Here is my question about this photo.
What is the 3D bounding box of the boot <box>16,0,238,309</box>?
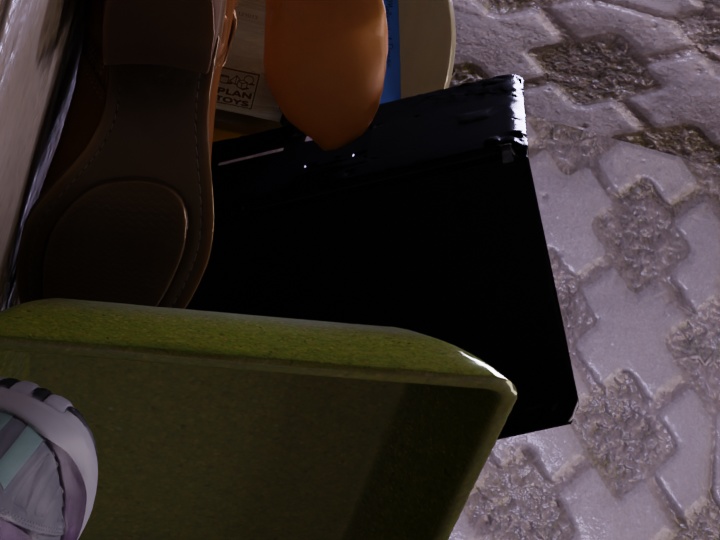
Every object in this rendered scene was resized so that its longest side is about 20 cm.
[{"bbox_3d":[-0.088,-0.072,0.804,0.155,0.073,0.201,-92,-161,-62],"label":"boot"}]

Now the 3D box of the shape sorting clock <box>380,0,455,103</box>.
[{"bbox_3d":[-0.036,-0.133,1.113,0.039,0.199,0.201,-3,111,-60],"label":"shape sorting clock"}]

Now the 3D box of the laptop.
[{"bbox_3d":[0.000,0.000,0.865,0.200,0.176,0.104,-81,158,-70],"label":"laptop"}]

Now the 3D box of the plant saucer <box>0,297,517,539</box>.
[{"bbox_3d":[-0.062,0.078,0.739,0.200,0.199,0.048,110,-19,-47],"label":"plant saucer"}]

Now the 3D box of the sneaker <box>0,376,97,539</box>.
[{"bbox_3d":[-0.140,0.138,0.645,0.088,0.074,0.201,-53,152,-63],"label":"sneaker"}]

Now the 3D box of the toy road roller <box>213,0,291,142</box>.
[{"bbox_3d":[-0.072,-0.096,1.046,0.146,0.122,0.200,-86,-169,-48],"label":"toy road roller"}]

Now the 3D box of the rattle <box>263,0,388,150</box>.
[{"bbox_3d":[-0.032,-0.163,0.930,0.200,0.130,0.143,30,-36,58],"label":"rattle"}]
